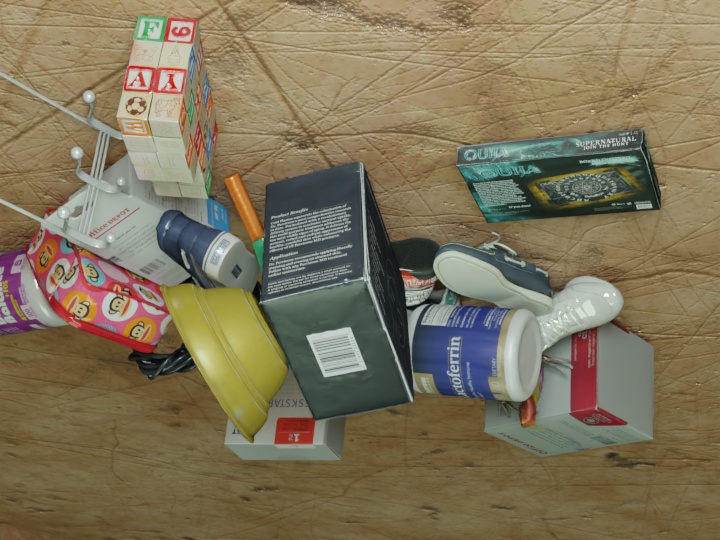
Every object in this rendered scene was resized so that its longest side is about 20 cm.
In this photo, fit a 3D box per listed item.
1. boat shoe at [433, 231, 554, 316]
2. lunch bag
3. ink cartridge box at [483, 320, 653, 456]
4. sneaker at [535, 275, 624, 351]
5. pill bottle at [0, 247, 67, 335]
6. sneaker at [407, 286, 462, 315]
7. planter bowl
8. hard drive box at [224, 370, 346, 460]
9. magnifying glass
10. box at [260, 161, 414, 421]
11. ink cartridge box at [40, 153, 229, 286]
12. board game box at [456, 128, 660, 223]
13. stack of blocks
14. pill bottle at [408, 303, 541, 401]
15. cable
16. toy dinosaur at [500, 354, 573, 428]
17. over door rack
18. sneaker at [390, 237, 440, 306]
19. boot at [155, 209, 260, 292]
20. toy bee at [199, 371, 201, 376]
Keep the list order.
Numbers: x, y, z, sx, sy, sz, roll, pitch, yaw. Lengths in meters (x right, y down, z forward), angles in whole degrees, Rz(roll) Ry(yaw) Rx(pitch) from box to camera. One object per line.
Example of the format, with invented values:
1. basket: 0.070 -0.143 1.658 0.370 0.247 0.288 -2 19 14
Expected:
1. boat shoe: 0.167 -0.001 1.521 0.199 0.062 0.075 20 150 -33
2. lunch bag: -0.310 0.014 1.521 0.176 0.200 0.082 24 106 -39
3. ink cartridge box: 0.295 0.168 1.749 0.199 0.146 0.145 -19 146 41
4. sneaker: 0.255 0.072 1.601 0.199 0.100 0.075 -22 115 43
5. pill bottle: -0.473 0.030 1.665 0.199 0.113 0.112 -10 151 29
6. sneaker: 0.047 0.052 1.672 0.198 0.071 0.094 -2 136 22
7. planter bowl: -0.133 0.081 1.348 0.083 0.201 0.201 -30 151 -2
8. hard drive box: -0.099 0.166 1.768 0.155 0.201 0.077 -3 154 17
9. magnifying glass: -0.111 -0.019 1.434 0.022 0.201 0.080 -20 -168 7
10. box: -0.024 0.024 1.375 0.123 0.197 0.201 -12 131 10
11. ink cartridge box: -0.263 -0.064 1.449 0.115 0.067 0.200 -30 139 30
12. board game box: 0.217 -0.100 1.338 0.199 0.028 0.135 -3 153 20
13. stack of blocks: -0.188 -0.146 1.230 0.058 0.116 0.200 5 155 2
14. pill bottle: 0.120 0.102 1.560 0.199 0.116 0.116 2 156 26
15. cable: -0.214 0.066 1.585 0.162 0.201 0.051 7 139 20
16. toy dinosaur: 0.178 0.146 1.667 0.199 0.106 0.182 14 -169 -5
17. over door rack: -0.329 -0.123 1.269 0.199 0.149 0.066 22 152 -32
18. sneaker: 0.000 0.001 1.554 0.200 0.068 0.108 4 152 -2
19. boot: -0.176 -0.014 1.432 0.090 0.073 0.200 29 164 11
20. toy bee: -0.184 0.078 1.732 0.130 0.201 0.109 -23 -172 -6
